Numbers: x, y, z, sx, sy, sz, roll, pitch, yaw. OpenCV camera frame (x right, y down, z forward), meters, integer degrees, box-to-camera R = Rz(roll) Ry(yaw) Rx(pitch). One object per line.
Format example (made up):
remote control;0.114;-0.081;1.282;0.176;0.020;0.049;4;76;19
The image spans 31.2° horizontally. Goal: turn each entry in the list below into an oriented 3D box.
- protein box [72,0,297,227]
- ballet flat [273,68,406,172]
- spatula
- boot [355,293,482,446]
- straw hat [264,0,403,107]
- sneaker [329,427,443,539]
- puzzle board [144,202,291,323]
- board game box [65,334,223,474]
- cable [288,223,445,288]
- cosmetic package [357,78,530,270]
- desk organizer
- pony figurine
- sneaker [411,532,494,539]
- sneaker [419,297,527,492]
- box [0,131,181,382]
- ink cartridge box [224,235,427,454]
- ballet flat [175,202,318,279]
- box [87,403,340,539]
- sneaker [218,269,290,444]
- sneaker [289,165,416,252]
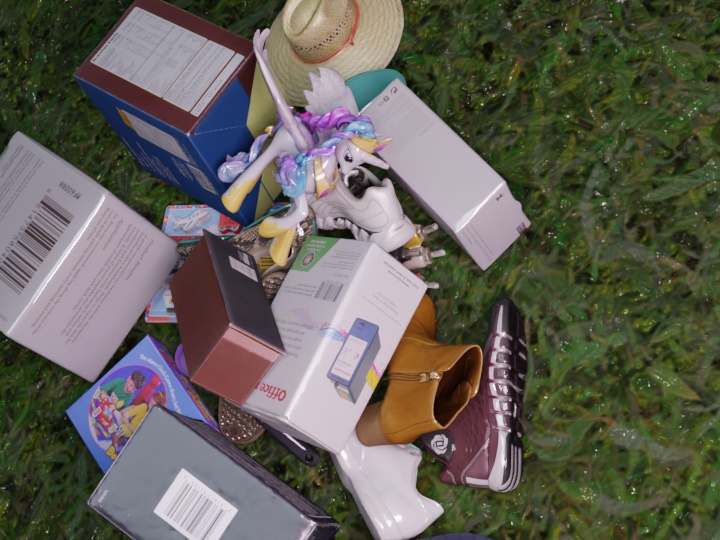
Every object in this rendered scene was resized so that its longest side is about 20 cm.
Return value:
protein box;-0.193;-0.187;1.523;0.199;0.199;0.136;29;73;31
ballet flat;-0.028;-0.172;1.524;0.199;0.066;0.071;-32;73;-24
spatula;-0.121;0.145;1.414;0.200;0.021;0.057;43;100;3
boot;0.076;0.091;1.322;0.143;0.071;0.203;-24;35;48
straw hat;-0.050;-0.307;1.588;0.198;0.085;0.204;-9;65;20
sneaker;0.019;0.196;1.363;0.087;0.076;0.201;-24;56;-11
puzzle board;-0.163;-0.010;1.551;0.197;0.017;0.153;-1;68;24
board game box;-0.235;0.193;1.479;0.134;0.045;0.200;-41;59;2
cable;0.000;0.000;1.468;0.197;0.050;0.099;-4;80;29
cosmetic package;0.089;-0.107;1.429;0.081;0.113;0.200;-42;57;2
desk organizer;-0.146;0.047;1.368;0.077;0.071;0.201;-52;29;16
pony figurine;-0.065;-0.135;1.379;0.200;0.165;0.195;-41;62;27
sneaker;0.073;0.314;1.285;0.196;0.083;0.075;0;41;5
sneaker;0.110;0.128;1.342;0.114;0.076;0.203;-5;67;25
box;-0.363;-0.017;1.541;0.199;0.171;0.200;32;85;36
ink cartridge box;-0.039;0.073;1.343;0.145;0.087;0.202;7;64;58
ballet flat;-0.132;-0.020;1.489;0.198;0.068;0.077;-16;84;31
box;-0.139;0.247;1.298;0.199;0.198;0.124;34;85;12
sneaker;-0.102;0.097;1.456;0.069;0.076;0.203;20;99;8
sneaker;-0.016;-0.085;1.457;0.075;0.082;0.199;-36;34;-25
